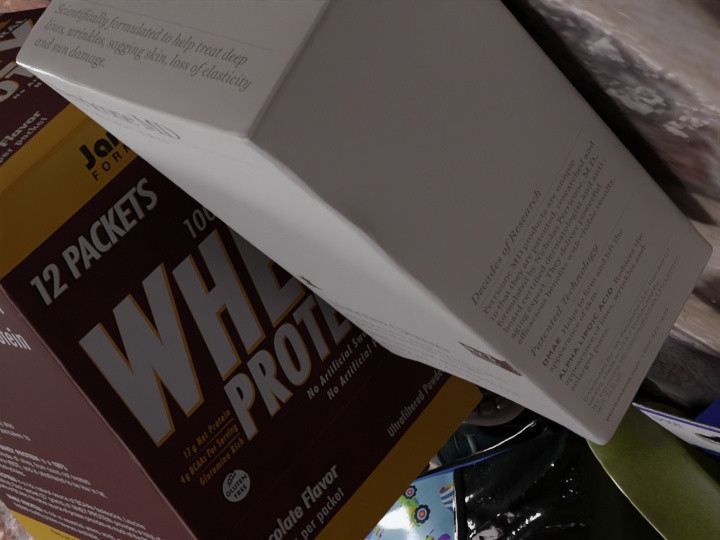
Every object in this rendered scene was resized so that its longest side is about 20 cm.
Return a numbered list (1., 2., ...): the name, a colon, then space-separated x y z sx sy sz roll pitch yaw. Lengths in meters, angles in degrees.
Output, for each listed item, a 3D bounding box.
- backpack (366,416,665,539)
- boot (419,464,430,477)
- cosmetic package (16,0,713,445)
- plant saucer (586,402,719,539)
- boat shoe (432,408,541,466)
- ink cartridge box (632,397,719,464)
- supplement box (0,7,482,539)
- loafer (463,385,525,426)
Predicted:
1. backpack: 0.093 0.174 0.893 0.200 0.135 0.183 -23 145 30
2. boot: -0.011 0.054 0.895 0.166 0.072 0.200 47 164 -17
3. cosmetic package: 0.009 -0.033 0.484 0.113 0.081 0.200 21 169 46
4. plant saucer: 0.191 0.125 0.757 0.200 0.031 0.200 37 -169 -9
5. boat shoe: 0.077 0.083 0.907 0.062 0.073 0.200 27 166 30
6. ink cartridge box: 0.220 0.100 0.706 0.200 0.037 0.095 31 171 -28
7. supplement box: -0.097 0.012 0.634 0.197 0.133 0.200 7 137 51
8. loafer: 0.000 0.000 0.737 0.200 0.073 0.071 37 176 13
